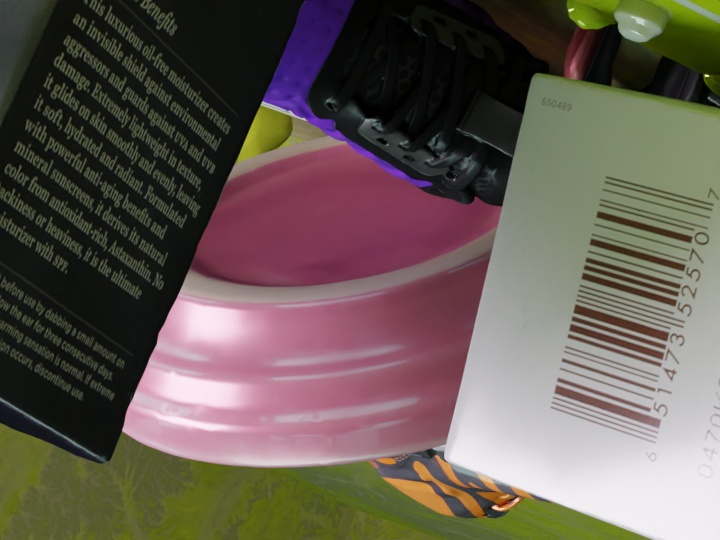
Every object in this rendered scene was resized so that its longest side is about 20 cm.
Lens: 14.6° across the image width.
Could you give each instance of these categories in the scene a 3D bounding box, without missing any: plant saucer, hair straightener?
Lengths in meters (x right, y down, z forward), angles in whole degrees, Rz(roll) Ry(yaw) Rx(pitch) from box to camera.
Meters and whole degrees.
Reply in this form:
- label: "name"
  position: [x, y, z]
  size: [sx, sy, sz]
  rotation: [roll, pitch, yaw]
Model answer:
- label: "plant saucer"
  position: [0.000, 0.000, 0.974]
  size: [0.199, 0.051, 0.201]
  rotation: [-8, -157, 4]
- label: "hair straightener"
  position: [0.103, -0.044, 0.931]
  size: [0.077, 0.041, 0.200]
  rotation: [22, 170, 5]

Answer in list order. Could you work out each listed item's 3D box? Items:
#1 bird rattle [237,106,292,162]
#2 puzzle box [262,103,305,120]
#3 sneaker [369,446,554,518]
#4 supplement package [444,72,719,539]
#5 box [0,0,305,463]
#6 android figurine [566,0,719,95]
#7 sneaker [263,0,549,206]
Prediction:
- label: "bird rattle"
  position: [-0.023, -0.015, 1.252]
  size: [0.199, 0.113, 0.163]
  rotation: [14, 159, -14]
- label: "puzzle box"
  position: [-0.024, -0.085, 1.077]
  size: [0.199, 0.026, 0.133]
  rotation: [20, 172, 20]
- label: "sneaker"
  position: [0.084, 0.070, 1.188]
  size: [0.199, 0.078, 0.112]
  rotation: [15, 165, 16]
- label: "supplement package"
  position: [0.141, 0.022, 0.816]
  size: [0.199, 0.118, 0.117]
  rotation: [8, -174, -46]
- label: "box"
  position: [-0.131, -0.083, 0.759]
  size: [0.199, 0.199, 0.123]
  rotation: [18, 169, 26]
- label: "android figurine"
  position: [0.113, -0.075, 0.719]
  size: [0.181, 0.041, 0.200]
  rotation: [25, 170, -15]
- label: "sneaker"
  position: [0.014, -0.066, 0.878]
  size: [0.099, 0.070, 0.200]
  rotation: [35, -174, 22]
